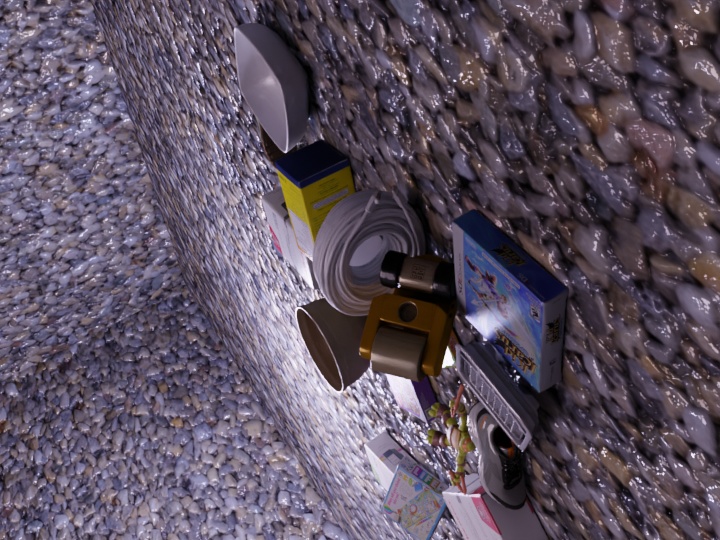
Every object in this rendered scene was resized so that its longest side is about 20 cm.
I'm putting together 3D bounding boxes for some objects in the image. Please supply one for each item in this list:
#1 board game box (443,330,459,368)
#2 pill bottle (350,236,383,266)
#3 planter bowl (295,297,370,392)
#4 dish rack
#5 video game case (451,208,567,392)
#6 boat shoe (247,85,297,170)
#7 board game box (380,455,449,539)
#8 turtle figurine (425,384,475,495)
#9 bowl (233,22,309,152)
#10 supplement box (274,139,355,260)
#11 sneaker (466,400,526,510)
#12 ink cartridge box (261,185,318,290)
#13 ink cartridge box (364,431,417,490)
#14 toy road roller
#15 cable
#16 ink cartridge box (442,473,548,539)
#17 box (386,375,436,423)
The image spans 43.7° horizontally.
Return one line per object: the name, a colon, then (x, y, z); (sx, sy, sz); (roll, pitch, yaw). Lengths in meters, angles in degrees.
board game box: (0.117, 0.074, 1.568); (0.202, 0.030, 0.095); (62, 163, 0)
pill bottle: (0.000, 0.000, 1.625); (0.113, 0.111, 0.200); (57, 169, 16)
planter bowl: (-0.034, 0.139, 1.912); (0.201, 0.133, 0.202); (53, 159, 30)
dish rack: (0.211, 0.184, 1.363); (0.172, 0.043, 0.200); (51, 172, 18)
video game case: (0.203, 0.042, 1.251); (0.200, 0.045, 0.183); (47, 157, 41)
boat shoe: (-0.178, -0.300, 1.838); (0.076, 0.070, 0.204); (-135, 28, -80)
board game box: (0.124, 0.515, 2.009); (0.133, 0.034, 0.202); (33, 138, 16)
turtle figurine: (0.177, 0.294, 1.653); (0.161, 0.063, 0.204); (-159, 63, -70)
bowl: (-0.157, -0.348, 1.677); (0.201, 0.074, 0.201); (55, 161, 26)
supplement box: (-0.072, -0.123, 1.696); (0.109, 0.108, 0.203); (42, 152, 48)
sneaker: (0.237, 0.317, 1.501); (0.079, 0.073, 0.203); (14, 129, 60)
ink cartridge box: (-0.125, -0.077, 1.949); (0.200, 0.082, 0.147); (44, 154, 45)
ink cartridge box: (0.094, 0.490, 2.154); (0.200, 0.067, 0.119); (36, 148, 56)
toy road roller: (0.092, 0.075, 1.401); (0.121, 0.203, 0.146); (12, 167, 21)
cable: (0.012, -0.029, 1.438); (0.069, 0.200, 0.200); (44, 177, 46)
ink cartridge box: (0.245, 0.454, 1.650); (0.148, 0.082, 0.200); (62, 162, 3)
box: (0.086, 0.196, 1.810); (0.136, 0.039, 0.203); (18, 132, 65)
